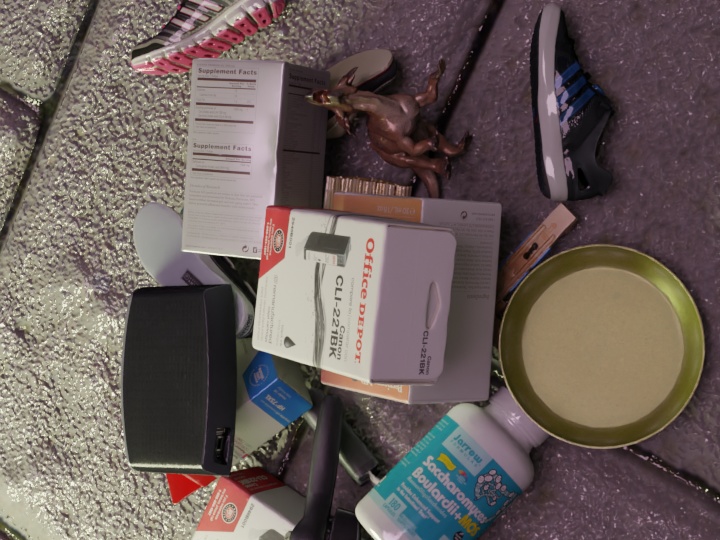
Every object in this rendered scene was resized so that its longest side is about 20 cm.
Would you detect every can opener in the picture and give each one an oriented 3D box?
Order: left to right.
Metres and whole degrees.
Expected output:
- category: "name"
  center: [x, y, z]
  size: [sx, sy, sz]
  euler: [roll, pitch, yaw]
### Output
- category: "can opener"
  center: [-0.039, 0.230, 1.427]
  size: [0.078, 0.063, 0.201]
  euler: [6, 69, -9]
- category: "can opener"
  center: [0.010, 0.206, 1.479]
  size: [0.066, 0.053, 0.200]
  euler: [-40, 71, -15]

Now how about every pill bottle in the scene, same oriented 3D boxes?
- category: "pill bottle"
  center: [0.098, 0.211, 1.374]
  size: [0.200, 0.111, 0.111]
  euler: [-45, 69, -4]

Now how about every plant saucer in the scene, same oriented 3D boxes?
- category: "plant saucer"
  center: [0.237, 0.075, 1.342]
  size: [0.199, 0.031, 0.201]
  euler: [-2, 82, 13]

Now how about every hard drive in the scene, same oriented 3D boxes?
- category: "hard drive"
  center: [-0.195, 0.115, 1.434]
  size: [0.134, 0.042, 0.201]
  euler: [-2, 86, 29]

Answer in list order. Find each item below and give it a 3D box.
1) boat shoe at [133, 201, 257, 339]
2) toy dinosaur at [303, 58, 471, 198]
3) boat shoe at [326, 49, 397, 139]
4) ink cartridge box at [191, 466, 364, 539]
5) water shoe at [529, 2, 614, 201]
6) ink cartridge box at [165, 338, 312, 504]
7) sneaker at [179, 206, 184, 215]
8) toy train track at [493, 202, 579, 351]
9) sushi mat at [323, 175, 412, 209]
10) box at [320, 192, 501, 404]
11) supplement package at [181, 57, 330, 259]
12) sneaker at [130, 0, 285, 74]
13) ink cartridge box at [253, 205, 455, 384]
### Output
- category: "boat shoe"
  center: [-0.172, 0.000, 1.495]
  size: [0.199, 0.068, 0.074]
  euler: [40, 102, 26]
- category: "toy dinosaur"
  center: [0.032, -0.146, 1.417]
  size: [0.135, 0.200, 0.086]
  euler: [2, 55, 26]
- category: "boat shoe"
  center: [-0.038, -0.173, 1.494]
  size: [0.200, 0.071, 0.063]
  euler: [-29, 117, 19]
- category: "ink cartridge box"
  center: [-0.087, 0.332, 1.502]
  size: [0.200, 0.084, 0.145]
  euler: [30, 102, 24]
- category: "water shoe"
  center: [0.214, -0.169, 1.370]
  size: [0.079, 0.072, 0.201]
  euler: [-2, 87, 0]
- category: "ink cartridge box"
  center: [-0.160, 0.154, 1.507]
  size: [0.200, 0.067, 0.116]
  euler: [-37, 41, 11]
- category: "sneaker"
  center: [-0.180, 0.012, 1.566]
  size: [0.080, 0.077, 0.201]
  euler: [6, 93, 10]
- category: "toy train track"
  center: [0.153, 0.012, 1.408]
  size: [0.200, 0.033, 0.115]
  euler: [-49, 68, 18]
- category: "sushi mat"
  center: [0.000, 0.000, 1.468]
  size: [0.095, 0.012, 0.201]
  euler: [5, 94, -10]
- category: "box"
  center: [0.049, 0.025, 1.379]
  size: [0.152, 0.106, 0.201]
  euler: [6, 93, 52]
- category: "supplement package"
  center: [-0.108, -0.116, 1.422]
  size: [0.109, 0.114, 0.201]
  euler: [6, 94, 24]
- category: "sneaker"
  center: [-0.184, -0.295, 1.565]
  size: [0.199, 0.074, 0.088]
  euler: [-26, 78, 20]
- category: "ink cartridge box"
  center: [-0.010, 0.020, 1.287]
  size: [0.200, 0.084, 0.145]
  euler: [11, 96, 52]
